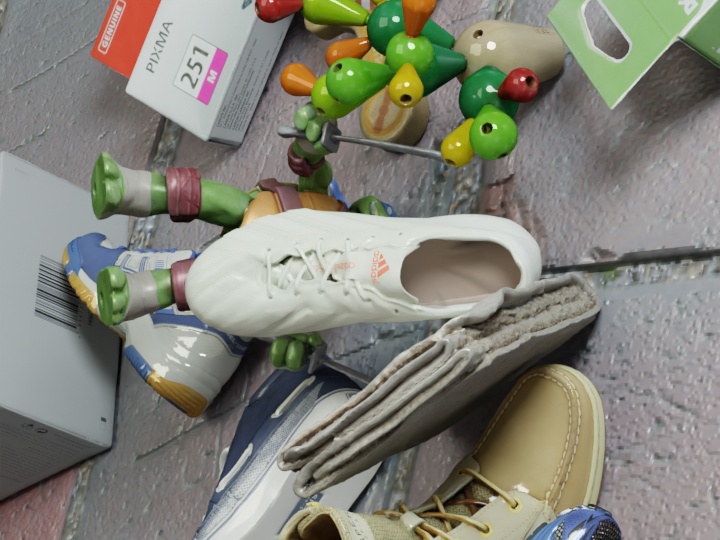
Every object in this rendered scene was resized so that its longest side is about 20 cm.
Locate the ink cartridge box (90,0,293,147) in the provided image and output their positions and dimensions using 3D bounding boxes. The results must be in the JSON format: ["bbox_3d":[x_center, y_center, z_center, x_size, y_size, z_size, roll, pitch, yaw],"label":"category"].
[{"bbox_3d":[-0.117,-0.214,1.462,0.173,0.043,0.201,31,104,34],"label":"ink cartridge box"}]

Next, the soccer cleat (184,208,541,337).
[{"bbox_3d":[0.000,0.000,1.123,0.078,0.199,0.070,-77,-18,-82],"label":"soccer cleat"}]

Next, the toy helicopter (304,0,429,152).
[{"bbox_3d":[0.020,-0.173,1.333,0.132,0.079,0.201,-22,63,30],"label":"toy helicopter"}]

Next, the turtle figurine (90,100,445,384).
[{"bbox_3d":[-0.052,-0.020,1.197,0.200,0.193,0.144,-119,31,-54],"label":"turtle figurine"}]

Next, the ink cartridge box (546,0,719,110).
[{"bbox_3d":[0.201,-0.175,1.109,0.200,0.059,0.104,-48,39,19],"label":"ink cartridge box"}]

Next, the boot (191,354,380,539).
[{"bbox_3d":[-0.062,0.144,1.235,0.200,0.073,0.090,-51,31,3],"label":"boot"}]

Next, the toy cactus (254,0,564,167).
[{"bbox_3d":[0.046,-0.128,1.177,0.200,0.165,0.103,29,120,47],"label":"toy cactus"}]

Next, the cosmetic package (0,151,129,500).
[{"bbox_3d":[-0.283,0.054,1.500,0.200,0.123,0.200,-29,48,39],"label":"cosmetic package"}]

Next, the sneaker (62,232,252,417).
[{"bbox_3d":[-0.131,0.019,1.395,0.088,0.075,0.200,-48,45,1],"label":"sneaker"}]

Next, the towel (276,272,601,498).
[{"bbox_3d":[0.044,0.056,1.062,0.132,0.200,0.035,-38,80,22],"label":"towel"}]

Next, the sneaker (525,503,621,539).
[{"bbox_3d":[0.110,0.213,0.989,0.078,0.075,0.201,-4,73,39],"label":"sneaker"}]

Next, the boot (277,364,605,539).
[{"bbox_3d":[0.037,0.128,1.036,0.073,0.155,0.201,29,94,41],"label":"boot"}]
